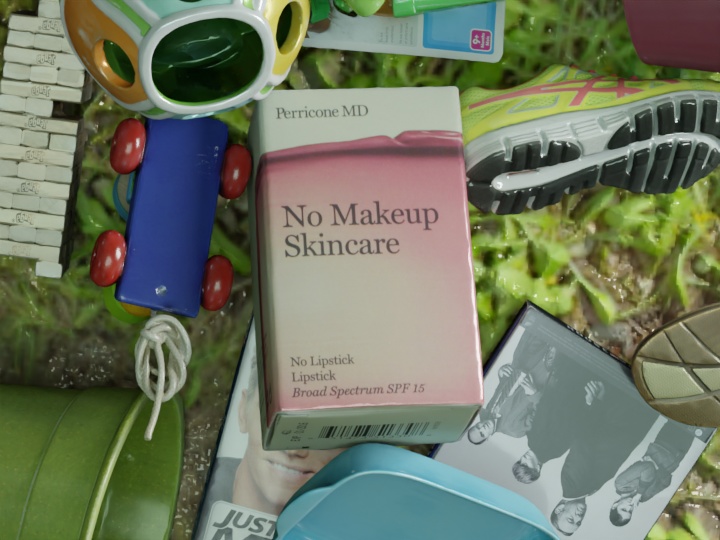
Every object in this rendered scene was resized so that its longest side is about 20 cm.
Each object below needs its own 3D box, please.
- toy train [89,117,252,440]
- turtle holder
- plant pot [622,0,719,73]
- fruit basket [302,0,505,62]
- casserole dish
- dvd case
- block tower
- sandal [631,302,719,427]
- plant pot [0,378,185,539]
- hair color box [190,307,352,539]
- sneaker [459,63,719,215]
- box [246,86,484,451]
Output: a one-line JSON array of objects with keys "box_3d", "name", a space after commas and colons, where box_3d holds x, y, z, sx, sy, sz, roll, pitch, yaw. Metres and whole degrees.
[{"box_3d": [-0.131, 0.011, 1.440, 0.084, 0.116, 0.202, 13, 75, -15], "name": "toy train"}, {"box_3d": [-0.082, -0.152, 1.383, 0.184, 0.132, 0.142, 9, 121, -21], "name": "turtle holder"}, {"box_3d": [0.251, -0.195, 1.409, 0.177, 0.200, 0.202, -5, 99, 17], "name": "plant pot"}, {"box_3d": [-0.005, -0.226, 1.444, 0.198, 0.094, 0.187, 5, 104, 6], "name": "fruit basket"}, {"box_3d": [0.034, 0.163, 1.466, 0.199, 0.039, 0.121, 24, 129, -30], "name": "casserole dish"}, {"box_3d": [0.117, 0.143, 1.537, 0.150, 0.025, 0.201, 32, 98, -5], "name": "dvd case"}, {"box_3d": [-0.199, -0.100, 1.484, 0.057, 0.054, 0.202, 7, 98, 0], "name": "block tower"}, {"box_3d": [0.263, 0.039, 1.510, 0.199, 0.054, 0.081, -25, 104, -11], "name": "sandal"}, {"box_3d": [-0.230, 0.143, 1.469, 0.188, 0.200, 0.202, 14, 99, 10], "name": "plant pot"}, {"box_3d": [-0.046, 0.125, 1.516, 0.099, 0.061, 0.202, 15, 98, -3], "name": "hair color box"}, {"box_3d": [0.147, -0.098, 1.475, 0.198, 0.091, 0.079, -7, 136, -18], "name": "sneaker"}, {"box_3d": [0.000, 0.000, 1.429, 0.127, 0.109, 0.202, -2, 74, -7], "name": "box"}]
